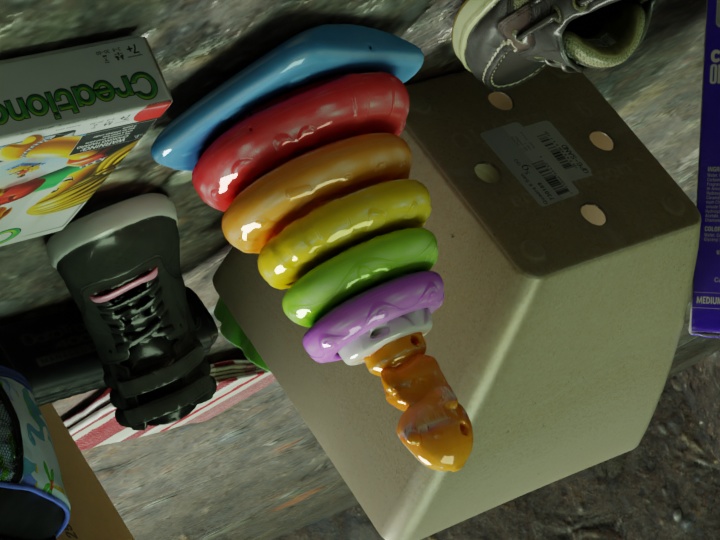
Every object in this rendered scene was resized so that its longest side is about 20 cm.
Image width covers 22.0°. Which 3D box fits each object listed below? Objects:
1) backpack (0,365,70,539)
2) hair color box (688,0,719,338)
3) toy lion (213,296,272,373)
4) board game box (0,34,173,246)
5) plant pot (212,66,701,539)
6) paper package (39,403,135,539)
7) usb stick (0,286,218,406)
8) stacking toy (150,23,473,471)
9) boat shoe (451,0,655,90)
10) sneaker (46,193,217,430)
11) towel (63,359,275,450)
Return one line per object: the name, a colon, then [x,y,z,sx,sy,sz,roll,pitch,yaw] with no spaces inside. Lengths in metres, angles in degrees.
backpack: [-0.243,0.097,0.887,0.182,0.148,0.200,-29,159,11]
hair color box: [0.231,-0.062,1.053,0.064,0.202,0.109,1,179,21]
toy lion: [0.006,0.044,1.170,0.069,0.191,0.200,-66,172,16]
board game box: [-0.185,-0.033,0.719,0.199,0.035,0.126,-17,167,-35]
plant pot: [0.070,-0.004,1.020,0.199,0.200,0.177,-16,149,-36]
paper package: [-0.219,0.168,1.075,0.103,0.200,0.190,-40,160,13]
usb stick: [-0.172,0.049,1.072,0.199,0.056,0.033,-16,149,-40]
stacking toy: [0.000,0.000,0.838,0.109,0.201,0.116,-31,168,31]
boat shoe: [0.099,-0.121,0.844,0.073,0.065,0.200,-22,170,-20]
sneaker: [-0.114,0.027,0.984,0.070,0.100,0.200,-21,167,-8]
towel: [-0.157,0.104,1.451,0.199,0.023,0.144,-10,164,-47]
